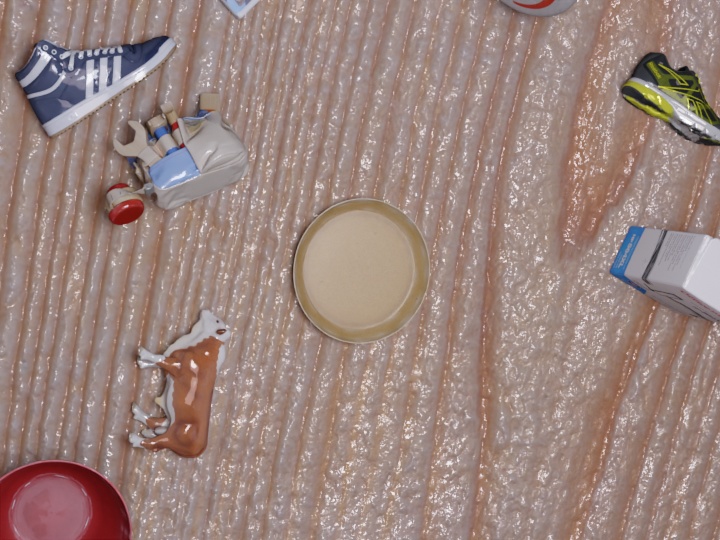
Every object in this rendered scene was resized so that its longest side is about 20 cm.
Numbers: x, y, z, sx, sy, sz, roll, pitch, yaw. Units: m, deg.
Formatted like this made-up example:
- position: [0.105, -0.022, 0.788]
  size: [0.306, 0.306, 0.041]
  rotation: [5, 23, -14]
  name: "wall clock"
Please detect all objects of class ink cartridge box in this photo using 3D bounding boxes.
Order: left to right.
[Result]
- position: [0.477, 0.009, 1.550]
  size: [0.145, 0.200, 0.085]
  rotation: [29, 88, -17]
  name: "ink cartridge box"

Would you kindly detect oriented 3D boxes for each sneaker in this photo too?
- position: [-0.336, -0.264, 1.353]
  size: [0.199, 0.070, 0.109]
  rotation: [-35, 106, -6]
  name: "sneaker"
- position: [0.484, -0.251, 1.588]
  size: [0.198, 0.074, 0.085]
  rotation: [27, 88, -17]
  name: "sneaker"

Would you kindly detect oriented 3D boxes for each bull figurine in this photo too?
- position: [-0.239, 0.150, 1.432]
  size: [0.120, 0.065, 0.203]
  rotation: [6, 92, -13]
  name: "bull figurine"

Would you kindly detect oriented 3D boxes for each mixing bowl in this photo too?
- position: [-0.397, 0.325, 1.383]
  size: [0.198, 0.108, 0.203]
  rotation: [-2, 98, -16]
  name: "mixing bowl"

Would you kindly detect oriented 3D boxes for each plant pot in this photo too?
- position: [0.000, 0.000, 1.503]
  size: [0.197, 0.027, 0.203]
  rotation: [-2, 97, -17]
  name: "plant pot"

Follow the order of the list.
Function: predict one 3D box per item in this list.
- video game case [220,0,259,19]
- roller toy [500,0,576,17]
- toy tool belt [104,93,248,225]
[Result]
- position: [-0.151, -0.465, 1.409]
  size: [0.200, 0.023, 0.182]
  rotation: [-46, 106, -8]
  name: "video game case"
- position: [0.235, -0.437, 1.431]
  size: [0.183, 0.199, 0.140]
  rotation: [47, 71, -19]
  name: "roller toy"
- position: [-0.249, -0.148, 1.381]
  size: [0.198, 0.125, 0.124]
  rotation: [-24, 71, -15]
  name: "toy tool belt"
